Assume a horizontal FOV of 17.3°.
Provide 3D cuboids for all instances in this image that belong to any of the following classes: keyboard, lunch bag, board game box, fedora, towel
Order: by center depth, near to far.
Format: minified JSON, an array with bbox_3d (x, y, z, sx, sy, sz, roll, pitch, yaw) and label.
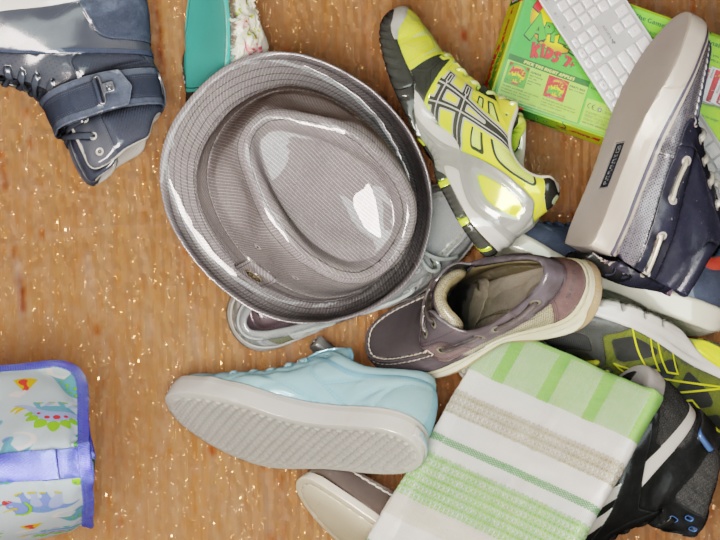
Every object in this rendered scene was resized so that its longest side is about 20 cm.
[{"bbox_3d":[-0.265,0.130,1.598,0.169,0.200,0.128,-5,91,-7],"label":"lunch bag"},{"bbox_3d":[-0.036,-0.057,1.622,0.177,0.090,0.200,-44,98,-9],"label":"fedora"},{"bbox_3d":[0.105,0.147,1.635,0.149,0.031,0.200,24,75,34],"label":"towel"},{"bbox_3d":[0.204,-0.129,1.713,0.056,0.011,0.200,-34,95,-7],"label":"keyboard"},{"bbox_3d":[0.198,-0.140,1.741,0.199,0.048,0.102,19,87,-8],"label":"board game box"}]

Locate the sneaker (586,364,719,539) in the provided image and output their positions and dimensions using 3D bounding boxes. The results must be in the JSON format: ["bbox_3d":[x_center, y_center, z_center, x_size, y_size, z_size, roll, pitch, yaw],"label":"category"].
[{"bbox_3d":[0.181,0.177,1.668,0.112,0.073,0.200,38,91,-19],"label":"sneaker"}]

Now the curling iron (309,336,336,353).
[{"bbox_3d":[0.045,0.112,1.726,0.200,0.026,0.050,39,126,-2],"label":"curling iron"}]

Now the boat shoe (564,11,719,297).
[{"bbox_3d":[0.223,-0.076,1.680,0.093,0.075,0.201,26,85,-18],"label":"boat shoe"}]

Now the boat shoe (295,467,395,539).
[{"bbox_3d":[0.046,0.194,1.710,0.200,0.072,0.060,35,65,0],"label":"boat shoe"}]

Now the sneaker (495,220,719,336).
[{"bbox_3d":[0.181,-0.020,1.730,0.199,0.075,0.085,19,79,-14],"label":"sneaker"}]

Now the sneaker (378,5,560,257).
[{"bbox_3d":[0.076,-0.107,1.689,0.076,0.075,0.200,-28,71,5],"label":"sneaker"}]

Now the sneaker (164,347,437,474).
[{"bbox_3d":[-0.038,0.093,1.690,0.199,0.074,0.082,9,49,16],"label":"sneaker"}]

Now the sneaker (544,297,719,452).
[{"bbox_3d":[0.202,0.076,1.713,0.199,0.074,0.085,21,82,-18],"label":"sneaker"}]

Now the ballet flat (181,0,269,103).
[{"bbox_3d":[-0.092,-0.123,1.700,0.064,0.076,0.201,0,95,-39],"label":"ballet flat"}]

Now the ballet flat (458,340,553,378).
[{"bbox_3d":[0.132,0.087,1.723,0.072,0.072,0.200,-44,95,-6],"label":"ballet flat"}]

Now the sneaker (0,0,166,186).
[{"bbox_3d":[-0.237,-0.125,1.665,0.202,0.077,0.147,-12,89,-9],"label":"sneaker"}]

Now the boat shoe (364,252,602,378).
[{"bbox_3d":[0.075,0.025,1.659,0.065,0.200,0.072,30,57,-41],"label":"boat shoe"}]

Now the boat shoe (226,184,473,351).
[{"bbox_3d":[-0.001,-0.001,1.704,0.201,0.065,0.075,-24,93,-8],"label":"boat shoe"}]
